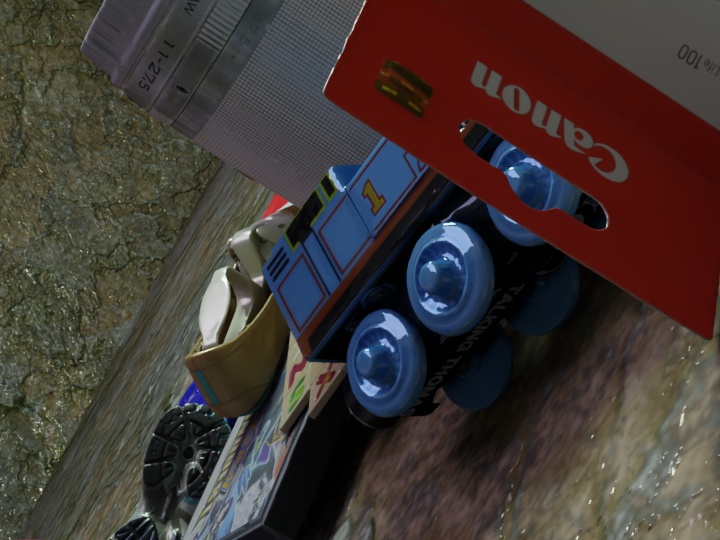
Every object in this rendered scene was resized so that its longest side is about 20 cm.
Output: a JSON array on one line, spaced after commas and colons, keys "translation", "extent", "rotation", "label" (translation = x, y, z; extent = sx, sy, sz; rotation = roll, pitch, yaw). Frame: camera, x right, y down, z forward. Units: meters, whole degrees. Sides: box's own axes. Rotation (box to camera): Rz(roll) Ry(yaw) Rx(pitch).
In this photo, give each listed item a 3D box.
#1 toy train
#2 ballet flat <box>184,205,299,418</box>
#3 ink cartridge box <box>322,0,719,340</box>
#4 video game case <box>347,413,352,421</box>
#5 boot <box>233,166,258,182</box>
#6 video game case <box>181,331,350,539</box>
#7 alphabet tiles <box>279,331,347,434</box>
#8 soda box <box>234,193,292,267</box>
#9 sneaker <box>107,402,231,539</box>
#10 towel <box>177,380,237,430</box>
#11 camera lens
[{"translation": [0.042, -0.021, 0.587], "extent": [0.201, 0.086, 0.115], "rotation": [-52, 54, 31], "label": "toy train"}, {"translation": [-0.068, 0.007, 0.920], "extent": [0.068, 0.063, 0.201], "rotation": [-20, 35, 30], "label": "ballet flat"}, {"translation": [0.090, -0.098, 0.483], "extent": [0.047, 0.159, 0.202], "rotation": [-46, 17, 51], "label": "ink cartridge box"}, {"translation": [-0.043, 0.105, 0.917], "extent": [0.201, 0.018, 0.144], "rotation": [-55, 11, 23], "label": "video game case"}, {"translation": [-0.016, -0.118, 0.935], "extent": [0.199, 0.144, 0.072], "rotation": [-25, 51, 25], "label": "boot"}, {"translation": [-0.047, 0.093, 0.850], "extent": [0.181, 0.025, 0.202], "rotation": [-40, 22, 57], "label": "video game case"}, {"translation": [0.000, 0.000, 0.803], "extent": [0.167, 0.006, 0.201], "rotation": [-56, 13, 20], "label": "alphabet tiles"}, {"translation": [-0.027, -0.038, 1.046], "extent": [0.064, 0.068, 0.202], "rotation": [15, 71, 42], "label": "soda box"}, {"translation": [-0.144, 0.204, 1.021], "extent": [0.086, 0.077, 0.202], "rotation": [78, -144, -72], "label": "sneaker"}, {"translation": [-0.118, 0.103, 1.182], "extent": [0.149, 0.049, 0.200], "rotation": [-60, 11, -2], "label": "towel"}, {"translation": [-0.033, -0.129, 0.752], "extent": [0.161, 0.199, 0.160], "rotation": [-54, 13, 19], "label": "camera lens"}]
